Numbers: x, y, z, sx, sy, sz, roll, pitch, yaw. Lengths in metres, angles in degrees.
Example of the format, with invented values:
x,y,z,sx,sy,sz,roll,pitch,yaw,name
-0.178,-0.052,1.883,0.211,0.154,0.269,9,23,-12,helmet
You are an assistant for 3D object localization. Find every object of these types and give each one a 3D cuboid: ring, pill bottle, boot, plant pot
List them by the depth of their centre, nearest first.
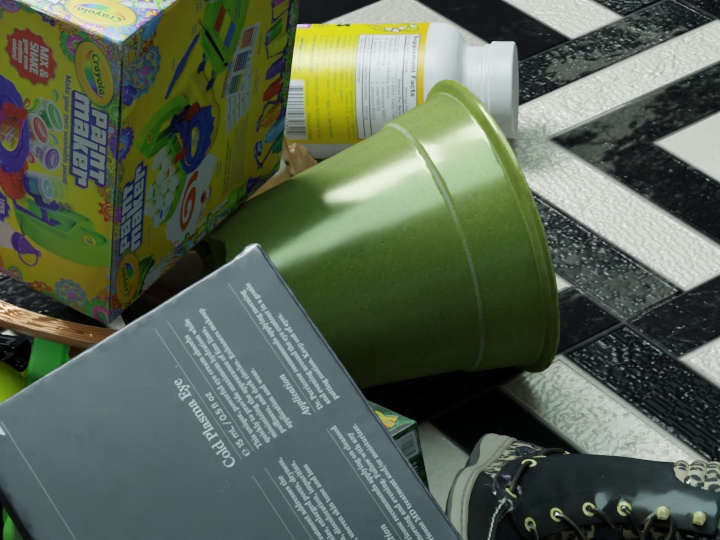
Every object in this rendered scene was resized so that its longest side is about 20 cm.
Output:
x,y,z,sx,sy,sz,roll,pitch,yaw,name
0.130,0.150,1.311,0.153,0.074,0.204,4,18,11,boot
-0.178,0.022,1.385,0.200,0.019,0.200,13,11,-3,ring
0.000,0.000,1.466,0.189,0.201,0.200,-18,36,-15,plant pot
0.019,-0.136,1.743,0.199,0.105,0.104,0,35,8,pill bottle

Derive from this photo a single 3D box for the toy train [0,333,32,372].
x,y,z,sx,sy,sz,roll,pitch,yaw,name
-0.190,0.068,1.540,0.199,0.034,0.046,8,25,21,toy train

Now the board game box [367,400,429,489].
x,y,z,sx,sy,sz,roll,pitch,yaw,name
-0.026,0.109,1.359,0.023,0.105,0.200,-25,27,-30,board game box

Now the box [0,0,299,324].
x,y,z,sx,sy,sz,roll,pitch,yaw,name
-0.138,-0.114,1.351,0.122,0.200,0.193,25,42,19,box

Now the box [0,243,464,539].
x,y,z,sx,sy,sz,roll,pitch,yaw,name
-0.075,0.125,1.187,0.182,0.104,0.200,-31,74,-13,box

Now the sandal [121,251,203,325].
x,y,z,sx,sy,sz,roll,pitch,yaw,name
-0.069,0.028,1.555,0.199,0.055,0.082,-7,65,-26,sandal

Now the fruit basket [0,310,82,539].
x,y,z,sx,sy,sz,roll,pitch,yaw,name
-0.202,0.118,1.346,0.215,0.156,0.216,-1,29,1,fruit basket

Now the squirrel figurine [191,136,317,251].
x,y,z,sx,sy,sz,roll,pitch,yaw,name
-0.132,-0.046,1.603,0.186,0.200,0.142,-26,60,24,squirrel figurine

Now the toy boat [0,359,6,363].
x,y,z,sx,sy,sz,roll,pitch,yaw,name
-0.277,0.069,1.485,0.131,0.130,0.200,26,41,-33,toy boat
